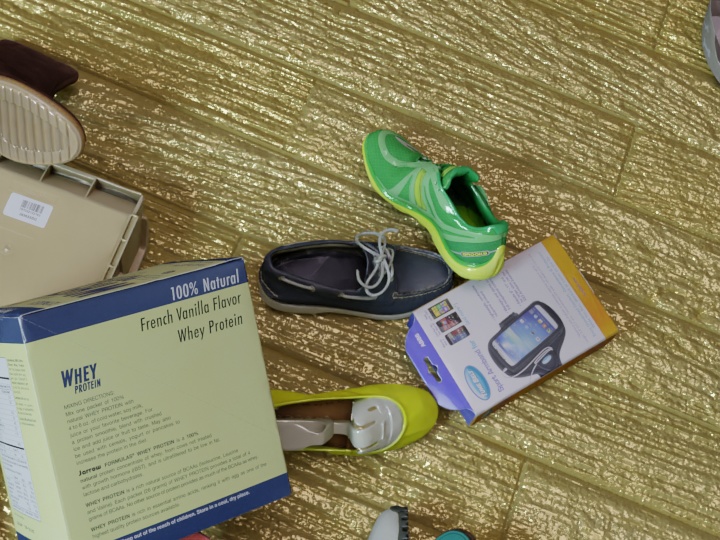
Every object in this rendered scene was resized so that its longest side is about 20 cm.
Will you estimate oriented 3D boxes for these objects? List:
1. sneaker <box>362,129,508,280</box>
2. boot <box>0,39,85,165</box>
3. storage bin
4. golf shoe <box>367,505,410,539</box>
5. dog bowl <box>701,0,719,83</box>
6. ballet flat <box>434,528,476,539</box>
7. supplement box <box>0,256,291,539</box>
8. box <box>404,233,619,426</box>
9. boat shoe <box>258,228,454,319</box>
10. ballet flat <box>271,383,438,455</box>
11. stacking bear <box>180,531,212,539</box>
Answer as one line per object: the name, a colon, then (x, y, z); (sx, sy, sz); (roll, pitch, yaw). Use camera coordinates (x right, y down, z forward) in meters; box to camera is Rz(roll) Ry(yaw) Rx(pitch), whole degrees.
sneaker: (0.080, -0.080, 1.183); (0.073, 0.084, 0.200); (-19, 55, -40)
boot: (-0.311, -0.172, 1.137); (0.197, 0.073, 0.166); (21, 28, 14)
storage bin: (-0.319, -0.001, 1.098); (0.197, 0.094, 0.201); (19, 64, 1)
golf shoe: (-0.011, 0.290, 1.030); (0.087, 0.078, 0.202); (18, 64, 7)
dog bowl: (0.476, -0.262, 1.351); (0.196, 0.059, 0.203); (3, 67, -7)
ballet flat: (0.063, 0.325, 1.027); (0.067, 0.072, 0.203); (5, 64, 34)
supplement box: (-0.187, 0.110, 0.978); (0.198, 0.133, 0.203); (-16, 97, -34)
box: (0.139, 0.061, 1.171); (0.198, 0.042, 0.120); (-27, 73, -16)
boat shoe: (0.000, 0.000, 1.162); (0.196, 0.062, 0.076); (3, 61, -9)
ballet flat: (-0.023, 0.142, 1.090); (0.196, 0.067, 0.068); (0, 101, -6)
stacking bear: (-0.165, 0.317, 0.978); (0.113, 0.122, 0.201); (30, 73, 18)
